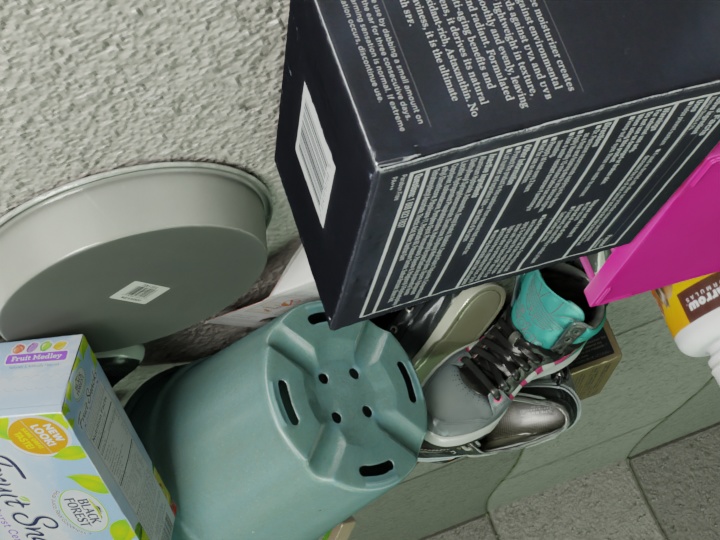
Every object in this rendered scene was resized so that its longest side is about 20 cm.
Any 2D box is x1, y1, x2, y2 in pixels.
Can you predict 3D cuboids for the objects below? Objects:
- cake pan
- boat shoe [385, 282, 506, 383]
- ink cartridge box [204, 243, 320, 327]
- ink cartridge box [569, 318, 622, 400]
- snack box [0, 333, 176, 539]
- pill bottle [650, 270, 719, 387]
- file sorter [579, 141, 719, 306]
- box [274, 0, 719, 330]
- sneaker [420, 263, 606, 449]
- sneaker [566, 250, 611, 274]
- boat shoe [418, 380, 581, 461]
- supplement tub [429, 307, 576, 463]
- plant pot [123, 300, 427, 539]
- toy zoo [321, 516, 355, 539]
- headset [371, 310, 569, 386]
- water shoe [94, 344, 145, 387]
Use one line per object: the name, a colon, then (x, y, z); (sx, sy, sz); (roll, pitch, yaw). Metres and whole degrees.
cake pan: (-0.145, 0.000, 0.671); (0.199, 0.037, 0.200); (-18, 159, -7)
boat shoe: (0.040, 0.067, 0.921); (0.074, 0.066, 0.200); (11, 123, -47)
ink cartridge box: (0.000, 0.000, 0.823); (0.199, 0.050, 0.161); (-17, 164, 31)
ink cartridge box: (0.213, 0.122, 1.275); (0.164, 0.076, 0.200); (-19, 161, -2)
snack box: (-0.233, 0.136, 0.708); (0.167, 0.068, 0.201); (-5, 136, 8)
pill bottle: (0.273, -0.009, 0.818); (0.109, 0.201, 0.109); (-18, 159, -7)
file sorter: (0.214, -0.086, 0.675); (0.138, 0.126, 0.200); (-15, 158, -14)
box: (0.067, -0.079, 0.553); (0.197, 0.124, 0.200); (-14, 160, -14)
sneaker: (0.126, 0.057, 0.848); (0.200, 0.084, 0.121); (-33, 154, -31)
sneaker: (0.206, -0.011, 0.965); (0.085, 0.074, 0.200); (-41, 159, -13)
boat shoe: (0.109, 0.142, 1.019); (0.199, 0.073, 0.071); (-15, 177, 18)
supplement tub: (0.115, 0.125, 1.118); (0.199, 0.123, 0.122); (-27, 159, 17)
plant pot: (-0.063, 0.130, 0.830); (0.199, 0.201, 0.196); (-2, 156, -41)
toy zoo: (-0.088, 0.248, 1.148); (0.020, 0.200, 0.132); (-2, 127, -41)
headset: (0.093, 0.075, 1.001); (0.199, 0.095, 0.124); (-6, 154, -1)
water shoe: (-0.243, 0.115, 0.807); (0.199, 0.079, 0.071); (-26, 160, 13)
